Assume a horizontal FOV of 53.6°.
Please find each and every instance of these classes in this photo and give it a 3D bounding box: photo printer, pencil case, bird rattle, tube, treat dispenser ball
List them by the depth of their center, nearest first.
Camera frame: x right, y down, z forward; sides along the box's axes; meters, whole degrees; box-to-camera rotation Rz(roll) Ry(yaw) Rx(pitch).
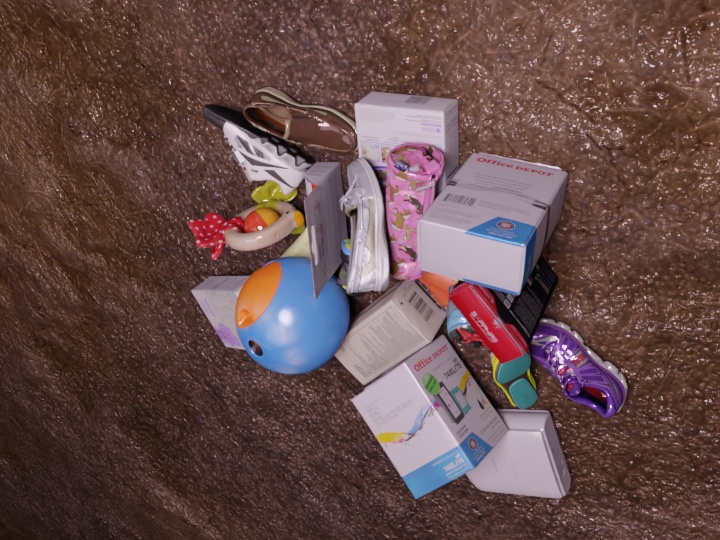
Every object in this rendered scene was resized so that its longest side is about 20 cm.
[{"bbox_3d":[0.073,-0.083,1.041,0.082,0.087,0.202,10,129,8],"label":"pencil case"},{"bbox_3d":[-0.182,-0.083,1.208,0.163,0.199,0.114,25,132,54],"label":"bird rattle"},{"bbox_3d":[-0.117,0.077,1.233,0.199,0.201,0.203,17,129,22],"label":"treat dispenser ball"},{"bbox_3d":[0.263,0.328,1.292,0.198,0.069,0.168,-5,117,35],"label":"photo printer"},{"bbox_3d":[-0.111,-0.022,1.308,0.200,0.058,0.052,-39,81,43],"label":"tube"}]

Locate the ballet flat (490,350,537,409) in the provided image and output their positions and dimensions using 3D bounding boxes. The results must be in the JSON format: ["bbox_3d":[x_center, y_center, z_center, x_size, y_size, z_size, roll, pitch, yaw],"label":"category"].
[{"bbox_3d":[0.242,0.158,1.157,0.067,0.066,0.201,62,-179,40],"label":"ballet flat"}]

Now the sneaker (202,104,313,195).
[{"bbox_3d":[-0.183,-0.195,1.174,0.199,0.074,0.089,33,113,-4],"label":"sneaker"}]

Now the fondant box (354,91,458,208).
[{"bbox_3d":[0.073,-0.161,1.082,0.143,0.058,0.202,12,126,26],"label":"fondant box"}]

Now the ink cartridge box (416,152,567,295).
[{"bbox_3d":[0.183,-0.071,0.974,0.145,0.200,0.087,15,129,24],"label":"ink cartridge box"}]

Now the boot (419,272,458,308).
[{"bbox_3d":[0.121,0.010,1.164,0.199,0.075,0.108,26,136,14],"label":"boot"}]

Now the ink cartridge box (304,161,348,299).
[{"bbox_3d":[-0.069,-0.069,1.128,0.056,0.200,0.164,3,114,18],"label":"ink cartridge box"}]

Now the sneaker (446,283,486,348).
[{"bbox_3d":[0.188,0.061,1.081,0.079,0.200,0.097,-15,72,23],"label":"sneaker"}]

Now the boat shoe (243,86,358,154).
[{"bbox_3d":[-0.097,-0.226,1.135,0.201,0.075,0.075,22,131,19],"label":"boat shoe"}]

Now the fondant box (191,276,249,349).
[{"bbox_3d":[-0.238,0.085,1.413,0.199,0.058,0.145,0,123,54],"label":"fondant box"}]

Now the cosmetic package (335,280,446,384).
[{"bbox_3d":[0.046,0.108,1.268,0.103,0.087,0.200,46,133,-6],"label":"cosmetic package"}]

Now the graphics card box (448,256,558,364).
[{"bbox_3d":[0.210,0.024,1.024,0.126,0.200,0.051,50,132,-9],"label":"graphics card box"}]

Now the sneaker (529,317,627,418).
[{"bbox_3d":[0.328,0.152,1.117,0.199,0.083,0.081,35,133,11],"label":"sneaker"}]

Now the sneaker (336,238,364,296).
[{"bbox_3d":[0.000,0.000,1.167,0.070,0.084,0.200,13,169,4],"label":"sneaker"}]

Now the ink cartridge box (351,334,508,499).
[{"bbox_3d":[0.118,0.246,1.216,0.146,0.146,0.201,-40,81,36],"label":"ink cartridge box"}]

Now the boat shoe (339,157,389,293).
[{"bbox_3d":[-0.001,-0.068,1.050,0.074,0.064,0.204,134,130,-75],"label":"boat shoe"}]
